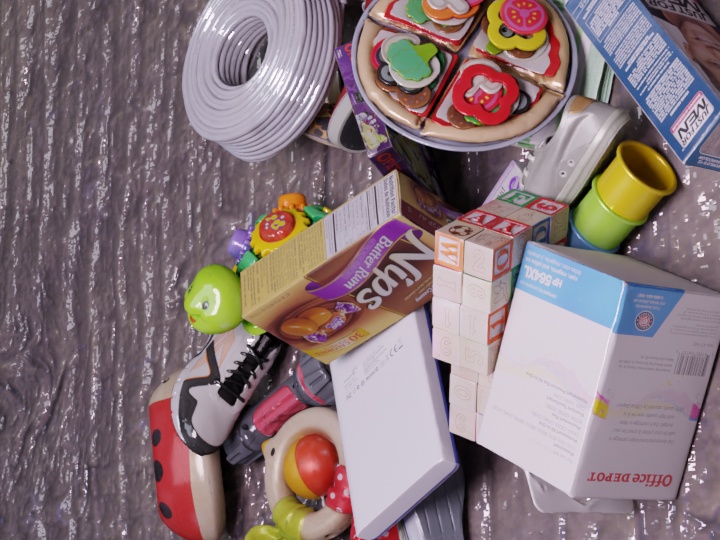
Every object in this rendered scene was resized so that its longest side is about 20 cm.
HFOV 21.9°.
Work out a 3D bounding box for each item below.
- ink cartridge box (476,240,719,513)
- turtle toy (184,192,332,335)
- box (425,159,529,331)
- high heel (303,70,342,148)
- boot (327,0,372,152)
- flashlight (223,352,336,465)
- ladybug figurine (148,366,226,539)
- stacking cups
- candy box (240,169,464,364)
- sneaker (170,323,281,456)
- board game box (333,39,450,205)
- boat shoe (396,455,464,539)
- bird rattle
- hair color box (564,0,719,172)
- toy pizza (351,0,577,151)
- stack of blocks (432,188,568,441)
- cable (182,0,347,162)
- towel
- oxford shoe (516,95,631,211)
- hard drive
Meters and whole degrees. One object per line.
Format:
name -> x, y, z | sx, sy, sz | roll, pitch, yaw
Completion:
ink cartridge box -> 0.192, 0.094, 1.516 | 0.125, 0.128, 0.202 | 26, 104, 51
turtle toy -> -0.085, 0.000, 1.854 | 0.200, 0.101, 0.146 | -38, 42, -11
box -> 0.111, -0.012, 1.708 | 0.201, 0.041, 0.039 | -57, 44, 29
high heel -> -0.040, -0.219, 1.907 | 0.200, 0.071, 0.144 | 50, 124, 50
boot -> 0.014, -0.226, 1.840 | 0.201, 0.072, 0.144 | -55, 44, 17
flashlight -> -0.074, 0.139, 1.901 | 0.200, 0.067, 0.068 | -40, 58, 40
ladybug figurine -> -0.186, 0.201, 1.994 | 0.136, 0.071, 0.202 | 100, 163, -68
stacking cups -> 0.192, -0.019, 1.594 | 0.200, 0.060, 0.061 | -55, 46, 35
candy box -> 0.000, 0.000, 1.686 | 0.199, 0.116, 0.057 | -31, 46, 31
sneaker -> -0.132, 0.099, 1.926 | 0.080, 0.074, 0.201 | -16, 44, 45
board game box -> 0.036, -0.113, 1.705 | 0.032, 0.200, 0.121 | -27, 61, 9
boat shoe -> 0.058, 0.234, 1.716 | 0.062, 0.071, 0.202 | -30, 63, 52
bird rattle -> -0.039, 0.211, 1.806 | 0.200, 0.112, 0.164 | -38, 59, 42
hair color box -> 0.257, -0.164, 1.495 | 0.061, 0.099, 0.201 | -54, 47, 30
toy pizza -> 0.091, -0.192, 1.621 | 0.032, 0.198, 0.202 | 90, 164, -60
stack of blocks -> 0.116, 0.047, 1.573 | 0.058, 0.115, 0.202 | 19, 121, 33
cable -> -0.100, -0.214, 1.880 | 0.199, 0.069, 0.202 | -22, 59, 40
towel -> 0.154, -0.183, 1.693 | 0.199, 0.023, 0.154 | 17, 98, 52
oxford shoe -> 0.164, -0.075, 1.604 | 0.058, 0.075, 0.201 | 38, 131, 10
hard drive -> 0.028, 0.127, 1.706 | 0.132, 0.025, 0.201 | -46, 39, 35
